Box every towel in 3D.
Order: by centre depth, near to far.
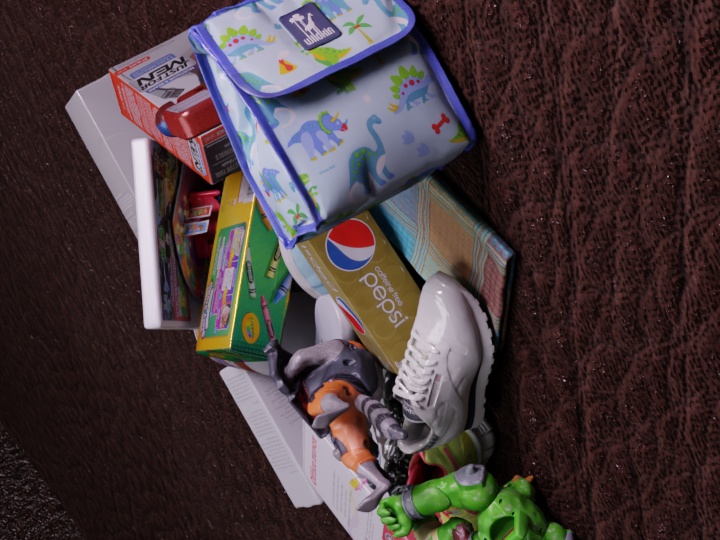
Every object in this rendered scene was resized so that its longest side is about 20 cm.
[{"bbox_3d":[0.068,-0.032,1.520,0.200,0.022,0.147,47,156,30],"label":"towel"}]

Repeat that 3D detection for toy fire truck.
[{"bbox_3d":[-0.107,-0.170,1.517,0.113,0.167,0.200,66,170,-14],"label":"toy fire truck"}]

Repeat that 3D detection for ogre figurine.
[{"bbox_3d":[0.128,0.259,1.610,0.200,0.098,0.120,48,125,5],"label":"ogre figurine"}]

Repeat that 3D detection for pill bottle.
[{"bbox_3d":[-0.109,0.062,1.903,0.200,0.112,0.113,3,120,65],"label":"pill bottle"}]

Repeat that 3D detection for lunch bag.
[{"bbox_3d":[-0.027,-0.148,1.384,0.201,0.170,0.127,62,159,2],"label":"lunch bag"}]

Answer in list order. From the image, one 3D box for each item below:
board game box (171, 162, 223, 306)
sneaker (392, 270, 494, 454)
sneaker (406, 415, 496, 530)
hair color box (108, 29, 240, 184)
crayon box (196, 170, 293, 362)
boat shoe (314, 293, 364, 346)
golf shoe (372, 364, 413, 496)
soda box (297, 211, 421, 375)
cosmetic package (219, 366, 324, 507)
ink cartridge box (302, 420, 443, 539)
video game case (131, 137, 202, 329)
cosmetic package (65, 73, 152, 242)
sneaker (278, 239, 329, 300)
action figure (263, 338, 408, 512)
[{"bbox_3d":[-0.161,-0.058,1.874,0.158,0.039,0.201,70,-160,-48],"label":"board game box"},{"bbox_3d":[0.070,0.090,1.538,0.076,0.080,0.201,44,149,42],"label":"sneaker"},{"bbox_3d":[0.084,0.212,1.694,0.078,0.090,0.201,42,152,37],"label":"sneaker"},{"bbox_3d":[-0.165,-0.175,1.737,0.200,0.111,0.064,37,149,44],"label":"hair color box"},{"bbox_3d":[-0.116,-0.006,1.760,0.119,0.058,0.201,170,110,-67],"label":"crayon box"},{"bbox_3d":[-0.012,0.068,1.740,0.200,0.056,0.069,101,149,-69],"label":"boat shoe"},{"bbox_3d":[0.044,0.151,1.747,0.095,0.077,0.201,-125,26,-42],"label":"golf shoe"},{"bbox_3d":[0.000,0.000,1.599,0.200,0.068,0.064,56,168,-15],"label":"soda box"},{"bbox_3d":[-0.087,0.190,2.066,0.201,0.071,0.101,61,158,-1],"label":"cosmetic package"},{"bbox_3d":[0.024,0.250,1.880,0.200,0.085,0.148,51,157,26],"label":"ink cartridge box"},{"bbox_3d":[-0.205,-0.036,1.820,0.182,0.023,0.201,11,-105,-78],"label":"video game case"},{"bbox_3d":[-0.257,-0.141,1.989,0.201,0.107,0.090,62,158,2],"label":"cosmetic package"},{"bbox_3d":[-0.037,-0.041,1.674,0.082,0.074,0.201,24,145,46],"label":"sneaker"},{"bbox_3d":[0.002,0.141,1.589,0.200,0.104,0.194,49,-166,-27],"label":"action figure"}]
